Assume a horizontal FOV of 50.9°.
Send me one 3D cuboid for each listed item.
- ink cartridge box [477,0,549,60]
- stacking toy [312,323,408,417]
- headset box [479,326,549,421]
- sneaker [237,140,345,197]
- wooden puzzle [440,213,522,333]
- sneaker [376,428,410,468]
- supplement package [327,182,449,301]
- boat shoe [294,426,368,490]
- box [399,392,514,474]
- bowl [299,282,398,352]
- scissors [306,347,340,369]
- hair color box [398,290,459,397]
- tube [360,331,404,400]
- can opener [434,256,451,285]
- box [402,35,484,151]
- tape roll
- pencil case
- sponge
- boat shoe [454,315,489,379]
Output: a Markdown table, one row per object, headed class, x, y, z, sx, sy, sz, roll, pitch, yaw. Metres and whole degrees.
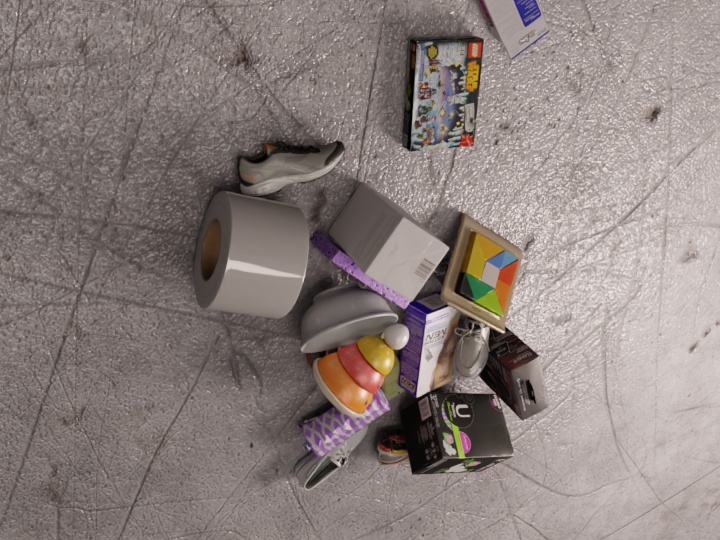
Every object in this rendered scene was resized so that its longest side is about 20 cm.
| class | x | y | z | sx | sy | sz | roll | pitch | yaw |
| --- | --- | --- | --- | --- | --- | --- | --- | --- | --- |
| ink cartridge box | 0.263 | -0.491 | 1.361 | 0.095 | 0.037 | 0.200 | -37 | 121 | -3 |
| stacking toy | 0.017 | 0.179 | 1.492 | 0.200 | 0.146 | 0.146 | -43 | 124 | 12 |
| headset box | 0.325 | 0.215 | 1.640 | 0.075 | 0.200 | 0.149 | -26 | 123 | -12 |
| sneaker | -0.120 | -0.192 | 1.324 | 0.199 | 0.074 | 0.080 | -20 | 116 | -13 |
| wooden puzzle | 0.255 | 0.006 | 1.542 | 0.184 | 0.037 | 0.201 | 27 | 68 | -31 |
| sneaker | 0.125 | 0.405 | 1.734 | 0.199 | 0.078 | 0.082 | 4 | 128 | -21 |
| supplement package | 0.047 | -0.057 | 1.385 | 0.119 | 0.200 | 0.122 | 30 | 101 | -31 |
| boat shoe | -0.053 | 0.404 | 1.651 | 0.200 | 0.067 | 0.074 | -44 | 124 | 2 |
| box | 0.211 | 0.357 | 1.663 | 0.199 | 0.149 | 0.124 | 7 | 148 | -31 |
| bowl | -0.034 | 0.083 | 1.463 | 0.200 | 0.091 | 0.201 | -17 | 165 | -5 |
| scissors | -0.055 | 0.229 | 1.598 | 0.073 | 0.014 | 0.201 | -27 | 123 | -12 |
| hair color box | 0.145 | 0.155 | 1.597 | 0.109 | 0.065 | 0.201 | -18 | 124 | -38 |
| tube | 0.053 | 0.201 | 1.612 | 0.058 | 0.052 | 0.201 | -4 | 133 | 26 |
| can opener | 0.161 | 0.005 | 1.539 | 0.200 | 0.067 | 0.053 | 50 | 48 | -22 |
| box | 0.151 | -0.324 | 1.392 | 0.136 | 0.040 | 0.201 | -9 | 118 | -20 |
| tape roll | -0.192 | -0.025 | 1.299 | 0.138 | 0.203 | 0.204 | 9 | 111 | -27 |
| pencil case | -0.033 | 0.309 | 1.600 | 0.199 | 0.084 | 0.086 | -34 | 84 | 1 |
| sponge | 0.000 | 0.000 | 1.446 | 0.200 | 0.112 | 0.030 | 35 | 93 | -33 |
| boat shoe | 0.240 | 0.123 | 1.581 | 0.203 | 0.074 | 0.086 | -71 | 157 | -11 |
